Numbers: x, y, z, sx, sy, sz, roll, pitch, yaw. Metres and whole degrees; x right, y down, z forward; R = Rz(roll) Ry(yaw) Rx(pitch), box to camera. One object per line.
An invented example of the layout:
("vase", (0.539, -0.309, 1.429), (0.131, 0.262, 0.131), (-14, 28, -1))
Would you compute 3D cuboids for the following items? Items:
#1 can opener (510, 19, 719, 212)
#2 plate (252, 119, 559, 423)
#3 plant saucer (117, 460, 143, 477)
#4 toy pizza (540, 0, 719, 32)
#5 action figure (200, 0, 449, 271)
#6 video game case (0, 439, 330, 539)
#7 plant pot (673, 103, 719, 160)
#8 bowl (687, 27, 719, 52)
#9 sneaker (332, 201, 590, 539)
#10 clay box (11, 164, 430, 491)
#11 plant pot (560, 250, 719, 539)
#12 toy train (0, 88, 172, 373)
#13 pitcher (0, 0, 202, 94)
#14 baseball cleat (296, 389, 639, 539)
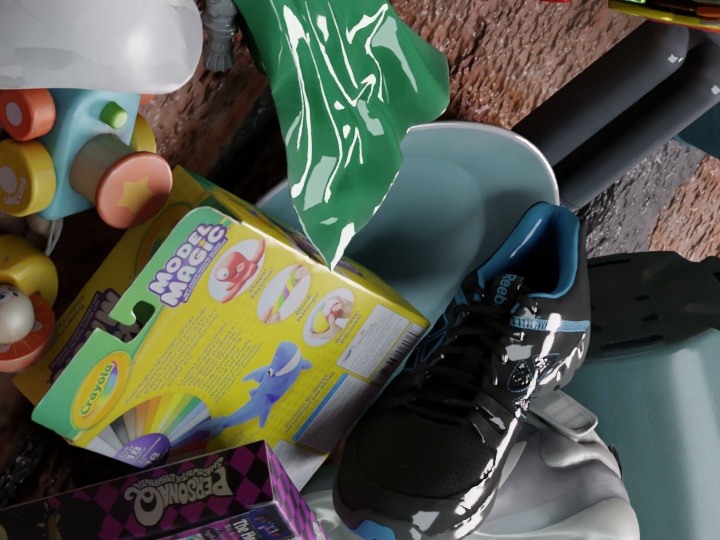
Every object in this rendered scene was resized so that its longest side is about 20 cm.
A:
("can opener", (0.095, -0.062, 1.269), (0.200, 0.052, 0.067), (-37, -150, 46))
("plate", (0.000, 0.000, 1.241), (0.199, 0.026, 0.201), (-20, 142, -17))
("plant saucer", (-0.082, 0.100, 1.254), (0.070, 0.019, 0.201), (-22, 144, -27))
("toy pizza", (0.113, -0.120, 1.099), (0.200, 0.199, 0.032), (7, 95, -58))
("action figure", (-0.032, -0.108, 1.068), (0.119, 0.054, 0.200), (-65, 145, -30))
("video game case", (-0.098, 0.149, 1.185), (0.180, 0.036, 0.200), (-15, 150, 8))
("plant pot", (0.293, -0.109, 1.440), (0.200, 0.188, 0.201), (-38, 148, -28))
("bowl", (0.175, -0.178, 1.247), (0.201, 0.090, 0.203), (-171, -90, -84))
("sneaker", (0.046, 0.045, 1.200), (0.200, 0.073, 0.082), (-54, 157, -46))
("clay box", (-0.061, 0.031, 1.127), (0.115, 0.048, 0.200), (-52, 148, 5))
("plant pot", (0.151, 0.106, 1.430), (0.200, 0.199, 0.197), (-28, 115, -40))
("toy train", (-0.144, -0.012, 1.021), (0.200, 0.056, 0.150), (-52, 152, -3))
("pitcher", (-0.113, -0.142, 0.881), (0.171, 0.122, 0.201), (-16, 147, -28))
("baseball cleat", (0.043, 0.097, 1.281), (0.199, 0.107, 0.070), (14, 144, -35))
